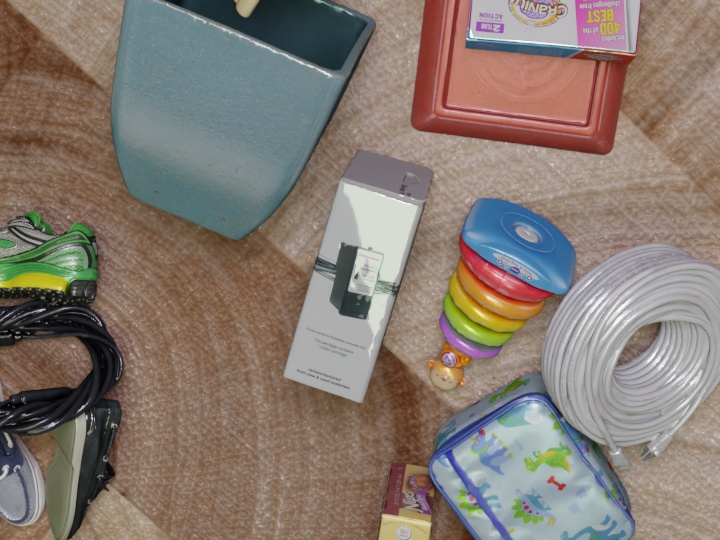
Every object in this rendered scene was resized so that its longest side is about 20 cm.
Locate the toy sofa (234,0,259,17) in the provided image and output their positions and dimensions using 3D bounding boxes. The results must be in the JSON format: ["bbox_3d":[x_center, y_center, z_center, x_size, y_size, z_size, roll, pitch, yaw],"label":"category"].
[{"bbox_3d":[-0.035,-0.292,1.045,0.098,0.200,0.083,47,142,-4],"label":"toy sofa"}]

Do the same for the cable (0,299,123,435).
[{"bbox_3d":[-0.338,0.096,1.226,0.197,0.164,0.051,4,130,-3],"label":"cable"}]

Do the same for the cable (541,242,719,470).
[{"bbox_3d":[0.266,0.072,1.158,0.200,0.069,0.200,-44,127,4],"label":"cable"}]

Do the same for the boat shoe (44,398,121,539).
[{"bbox_3d":[-0.291,0.210,1.299,0.065,0.075,0.201,-8,127,-33],"label":"boat shoe"}]

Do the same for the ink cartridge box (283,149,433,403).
[{"bbox_3d":[0.000,0.000,1.163,0.082,0.147,0.202,18,107,2],"label":"ink cartridge box"}]

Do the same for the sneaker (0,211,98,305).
[{"bbox_3d":[-0.355,-0.016,1.245,0.197,0.078,0.086,5,77,10],"label":"sneaker"}]

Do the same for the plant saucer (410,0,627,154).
[{"bbox_3d":[0.154,-0.214,1.138,0.197,0.037,0.202,8,108,5],"label":"plant saucer"}]

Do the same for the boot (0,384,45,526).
[{"bbox_3d":[-0.402,0.196,1.295,0.072,0.090,0.202,-17,104,13],"label":"boot"}]

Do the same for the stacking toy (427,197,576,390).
[{"bbox_3d":[0.117,0.042,1.197,0.115,0.110,0.201,28,120,1],"label":"stacking toy"}]

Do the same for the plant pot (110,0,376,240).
[{"bbox_3d":[-0.118,-0.150,1.113,0.194,0.197,0.202,21,117,-1],"label":"plant pot"}]

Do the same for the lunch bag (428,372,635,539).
[{"bbox_3d":[0.173,0.222,1.247,0.160,0.083,0.201,-31,100,17],"label":"lunch bag"}]

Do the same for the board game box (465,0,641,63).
[{"bbox_3d":[0.175,-0.292,1.076,0.151,0.040,0.203,6,89,4],"label":"board game box"}]

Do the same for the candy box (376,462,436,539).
[{"bbox_3d":[0.037,0.318,1.271,0.056,0.117,0.203,9,108,4],"label":"candy box"}]
